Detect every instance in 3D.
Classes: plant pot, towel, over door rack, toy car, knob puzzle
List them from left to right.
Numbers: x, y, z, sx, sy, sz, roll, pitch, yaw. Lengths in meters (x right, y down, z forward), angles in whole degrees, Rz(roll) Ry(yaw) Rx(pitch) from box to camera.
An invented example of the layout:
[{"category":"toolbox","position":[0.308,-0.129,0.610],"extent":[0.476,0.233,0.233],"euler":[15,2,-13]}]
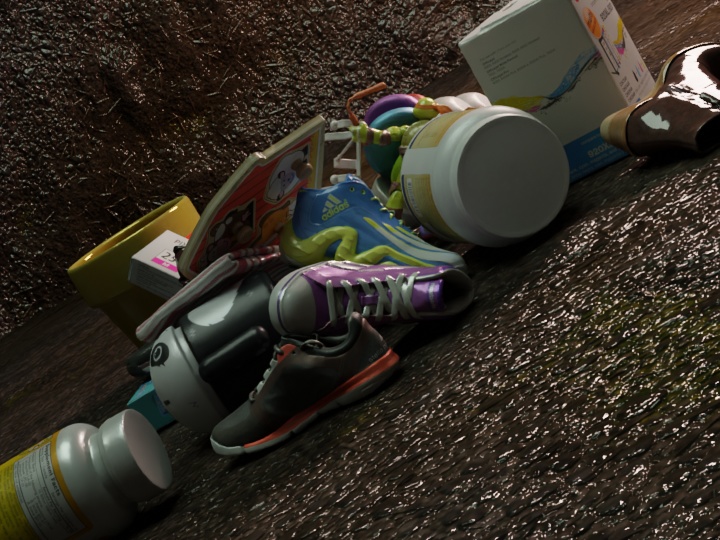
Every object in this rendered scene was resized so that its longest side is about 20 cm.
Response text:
[{"category":"plant pot","position":[-0.282,0.027,2.099],"extent":[0.199,0.190,0.201],"euler":[-30,9,5]},{"category":"towel","position":[-0.136,0.025,1.603],"extent":[0.146,0.030,0.199],"euler":[-40,-14,24]},{"category":"knob puzzle","position":[-0.108,-0.049,1.566],"extent":[0.219,0.030,0.221],"euler":[-40,-23,-21]},{"category":"over door rack","position":[-0.029,-0.091,1.860],"extent":[0.066,0.150,0.200],"euler":[0,-10,-1]},{"category":"toy car","position":[0.073,-0.158,1.862],"extent":[0.176,0.150,0.200],"euler":[-55,-14,23]}]

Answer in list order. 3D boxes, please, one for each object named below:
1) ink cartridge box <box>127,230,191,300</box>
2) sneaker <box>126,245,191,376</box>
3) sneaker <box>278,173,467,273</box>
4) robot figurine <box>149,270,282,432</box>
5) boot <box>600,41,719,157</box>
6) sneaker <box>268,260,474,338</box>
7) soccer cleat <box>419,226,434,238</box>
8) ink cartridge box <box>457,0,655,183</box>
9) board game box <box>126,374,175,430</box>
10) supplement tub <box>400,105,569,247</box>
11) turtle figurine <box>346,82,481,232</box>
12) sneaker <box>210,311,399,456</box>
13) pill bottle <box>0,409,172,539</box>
[{"category":"ink cartridge box","position":[-0.174,0.003,1.936],"extent":[0.174,0.198,0.044],"euler":[-45,-25,-54]},{"category":"sneaker","position":[-0.216,0.034,1.793],"extent":[0.199,0.116,0.076],"euler":[-32,9,-5]},{"category":"sneaker","position":[0.016,-0.044,1.539],"extent":[0.197,0.107,0.076],"euler":[7,1,0]},{"category":"robot figurine","position":[-0.121,0.078,1.526],"extent":[0.199,0.151,0.125],"euler":[-32,53,-2]},{"category":"boot","position":[0.361,-0.174,1.533],"extent":[0.199,0.073,0.166],"euler":[-34,22,-22]},{"category":"sneaker","position":[0.018,0.022,1.393],"extent":[0.198,0.074,0.114],"euler":[-9,2,-36]},{"category":"soccer cleat","position":[0.145,-0.110,1.786],"extent":[0.199,0.077,0.067],"euler":[-33,10,-9]},{"category":"ink cartridge box","position":[0.233,-0.221,1.694],"extent":[0.144,0.201,0.147],"euler":[-26,11,29]},{"category":"board game box","position":[-0.168,0.107,1.767],"extent":[0.198,0.047,0.151],"euler":[-30,10,12]},{"category":"supplement tub","position":[0.131,-0.099,1.574],"extent":[0.143,0.145,0.200],"euler":[-33,10,-9]},{"category":"turtle figurine","position":[0.079,-0.127,1.697],"extent":[0.197,0.164,0.064],"euler":[3,8,-14]},{"category":"sneaker","position":[-0.063,0.099,1.374],"extent":[0.198,0.082,0.077],"euler":[-29,10,13]},{"category":"pill bottle","position":[-0.280,0.214,1.396],"extent":[0.198,0.114,0.113],"euler":[-30,10,11]}]
